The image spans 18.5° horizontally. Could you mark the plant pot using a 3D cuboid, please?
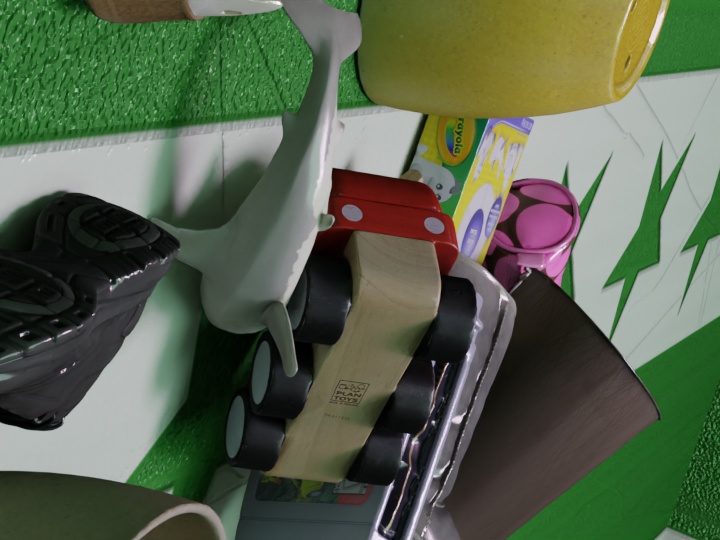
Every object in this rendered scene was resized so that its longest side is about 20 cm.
[{"bbox_3d":[0.105,-0.171,1.313,0.200,0.141,0.201,-55,158,-36],"label":"plant pot"}]

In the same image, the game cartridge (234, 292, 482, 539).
[{"bbox_3d":[-0.006,0.103,1.325,0.041,0.133,0.201,33,65,-31],"label":"game cartridge"}]

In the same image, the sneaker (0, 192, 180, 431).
[{"bbox_3d":[-0.142,0.033,0.931,0.200,0.076,0.091,-26,141,-63],"label":"sneaker"}]

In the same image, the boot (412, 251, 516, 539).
[{"bbox_3d":[0.056,0.111,1.416,0.182,0.072,0.201,58,39,-49],"label":"boot"}]

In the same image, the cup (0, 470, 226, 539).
[{"bbox_3d":[-0.162,0.160,0.893,0.201,0.143,0.201,-55,159,-34],"label":"cup"}]

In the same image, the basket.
[{"bbox_3d":[0.091,0.117,1.539,0.200,0.136,0.180,-41,168,-2],"label":"basket"}]

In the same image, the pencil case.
[{"bbox_3d":[0.118,0.028,1.687,0.201,0.090,0.094,90,-8,-46],"label":"pencil case"}]

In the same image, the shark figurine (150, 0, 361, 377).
[{"bbox_3d":[-0.058,-0.038,1.103,0.128,0.089,0.215,-102,-153,-54],"label":"shark figurine"}]

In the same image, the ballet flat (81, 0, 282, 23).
[{"bbox_3d":[-0.052,-0.142,0.990,0.200,0.072,0.068,-27,135,-65],"label":"ballet flat"}]

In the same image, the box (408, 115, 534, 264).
[{"bbox_3d":[0.053,-0.021,1.496,0.201,0.048,0.117,-68,163,5],"label":"box"}]

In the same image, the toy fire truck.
[{"bbox_3d":[0.000,0.000,1.249,0.176,0.128,0.201,116,-25,-45],"label":"toy fire truck"}]
